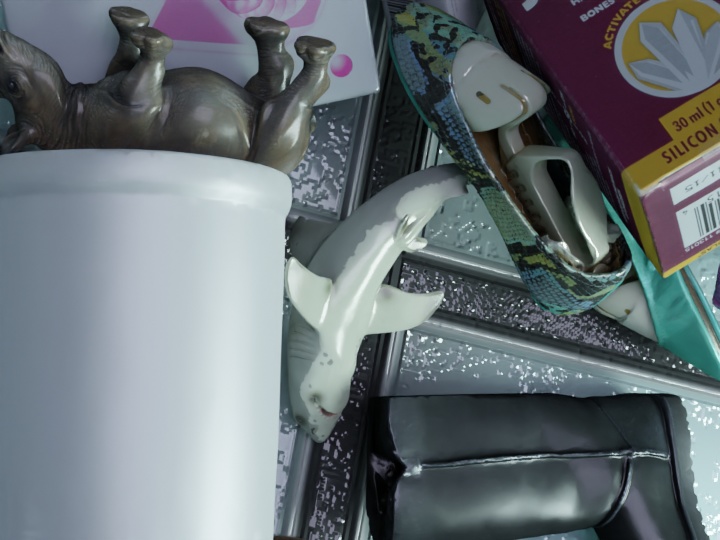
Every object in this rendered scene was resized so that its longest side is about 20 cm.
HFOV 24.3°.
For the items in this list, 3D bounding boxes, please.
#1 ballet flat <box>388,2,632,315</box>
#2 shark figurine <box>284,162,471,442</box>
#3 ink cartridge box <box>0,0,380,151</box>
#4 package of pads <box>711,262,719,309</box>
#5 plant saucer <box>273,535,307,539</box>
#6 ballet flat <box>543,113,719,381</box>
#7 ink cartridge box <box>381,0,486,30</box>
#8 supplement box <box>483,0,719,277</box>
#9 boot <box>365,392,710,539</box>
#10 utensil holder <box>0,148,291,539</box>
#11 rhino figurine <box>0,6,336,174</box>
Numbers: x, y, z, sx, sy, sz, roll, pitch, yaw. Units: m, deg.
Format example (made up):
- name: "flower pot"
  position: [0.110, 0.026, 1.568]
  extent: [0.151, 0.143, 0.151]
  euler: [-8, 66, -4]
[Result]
- name: "ballet flat"
  position: [0.090, -0.070, 0.934]
  extent: [0.074, 0.074, 0.201]
  euler: [-36, 99, -20]
- name: "shark figurine"
  position: [0.006, -0.021, 0.965]
  extent: [0.215, 0.089, 0.128]
  euler: [-48, 133, -11]
- name: "ink cartridge box"
  position: [-0.100, -0.175, 0.905]
  extent: [0.195, 0.043, 0.201]
  euler: [-13, 110, -6]
- name: "package of pads"
  position: [0.312, -0.034, 1.033]
  extent: [0.199, 0.076, 0.121]
  euler: [-15, 127, -32]
- name: "plant saucer"
  position: [-0.046, 0.249, 0.927]
  extent: [0.199, 0.037, 0.202]
  euler: [3, 81, -20]
- name: "ballet flat"
  position: [0.162, -0.014, 1.032]
  extent: [0.070, 0.067, 0.201]
  euler: [-24, 91, 3]
- name: "ink cartridge box"
  position: [0.062, -0.248, 0.983]
  extent: [0.057, 0.163, 0.201]
  euler: [9, 55, 21]
- name: "supplement box"
  position: [0.168, -0.120, 0.941]
  extent: [0.131, 0.103, 0.200]
  euler: [-32, 58, 1]
- name: "boot"
  position: [0.102, 0.149, 0.971]
  extent: [0.199, 0.066, 0.166]
  euler: [2, 70, -27]
- name: "utensil holder"
  position: [-0.120, 0.050, 0.859]
  extent: [0.169, 0.170, 0.201]
  euler: [2, 84, -20]
- name: "rhino figurine"
  position: [-0.116, -0.088, 0.875]
  extent: [0.199, 0.060, 0.088]
  euler: [2, 115, -11]
